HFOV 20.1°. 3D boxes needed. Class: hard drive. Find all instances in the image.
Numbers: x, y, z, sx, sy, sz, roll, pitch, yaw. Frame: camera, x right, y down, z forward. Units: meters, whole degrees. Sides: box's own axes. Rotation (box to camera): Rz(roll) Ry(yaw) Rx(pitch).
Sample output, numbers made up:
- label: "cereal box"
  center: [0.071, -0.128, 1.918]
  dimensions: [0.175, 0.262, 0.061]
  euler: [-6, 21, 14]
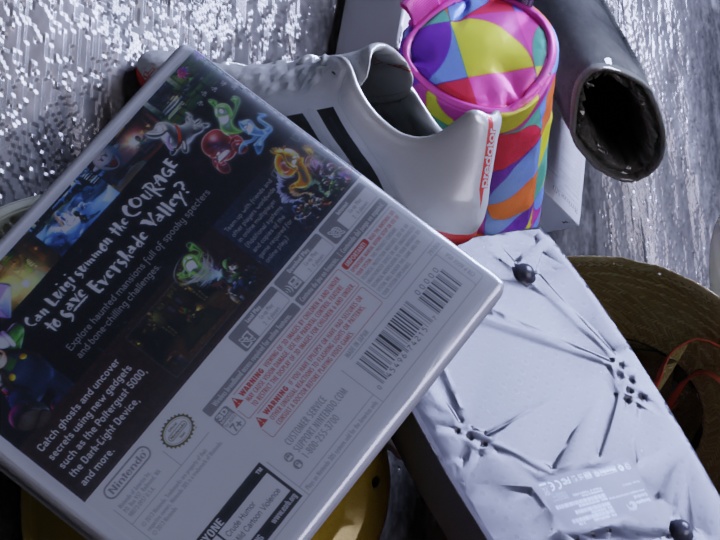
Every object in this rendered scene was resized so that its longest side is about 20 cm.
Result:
- label: "hard drive"
  center: [0.078, 0.073, 0.930]
  dimensions: [0.134, 0.042, 0.200]
  euler: [-10, 57, -34]

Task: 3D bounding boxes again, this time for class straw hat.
- label: "straw hat"
  center: [0.139, 0.068, 1.066]
  dimensions: [0.085, 0.200, 0.202]
  euler: [-41, 115, -59]

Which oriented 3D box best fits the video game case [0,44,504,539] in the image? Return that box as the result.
- label: "video game case"
  center: [-0.067, 0.026, 0.863]
  dimensions: [0.182, 0.023, 0.200]
  euler: [37, 68, 7]

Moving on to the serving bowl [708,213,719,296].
- label: "serving bowl"
  center: [0.232, 0.046, 1.102]
  dimensions: [0.200, 0.066, 0.201]
  euler: [-19, 90, -75]

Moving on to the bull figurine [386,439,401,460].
- label: "bull figurine"
  center: [0.000, 0.000, 1.040]
  dimensions: [0.065, 0.121, 0.201]
  euler: [-12, 86, -33]

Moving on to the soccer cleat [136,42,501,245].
- label: "soccer cleat"
  center: [-0.020, -0.075, 0.954]
  dimensions: [0.069, 0.200, 0.085]
  euler: [-6, 121, -56]

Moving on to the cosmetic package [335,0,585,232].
- label: "cosmetic package"
  center: [0.063, -0.104, 1.192]
  dimensions: [0.200, 0.050, 0.083]
  euler: [40, 47, -43]

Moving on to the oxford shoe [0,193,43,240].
- label: "oxford shoe"
  center: [-0.099, -0.004, 0.948]
  dimensions: [0.199, 0.058, 0.076]
  euler: [-4, 103, -40]

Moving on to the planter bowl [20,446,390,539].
- label: "planter bowl"
  center: [-0.047, 0.099, 0.915]
  dimensions: [0.200, 0.083, 0.201]
  euler: [-10, 105, -41]

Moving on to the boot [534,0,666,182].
- label: "boot"
  center: [0.106, -0.168, 1.189]
  dimensions: [0.182, 0.072, 0.200]
  euler: [45, 26, -38]

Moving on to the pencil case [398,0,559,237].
- label: "pencil case"
  center: [0.060, -0.070, 1.082]
  dimensions: [0.200, 0.088, 0.089]
  euler: [89, 13, -60]
